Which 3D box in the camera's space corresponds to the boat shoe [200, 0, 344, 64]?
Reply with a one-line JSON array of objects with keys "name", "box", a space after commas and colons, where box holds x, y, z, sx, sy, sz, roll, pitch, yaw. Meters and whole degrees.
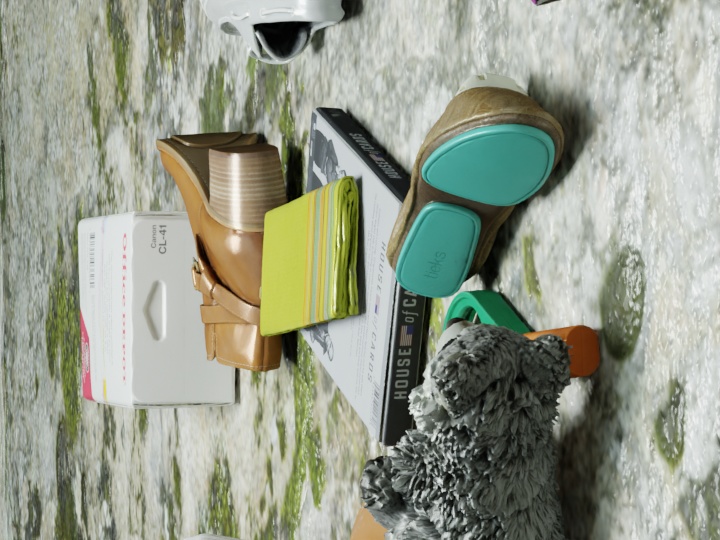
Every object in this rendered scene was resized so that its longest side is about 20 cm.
[{"name": "boat shoe", "box": [-0.054, -0.171, 1.789, 0.200, 0.072, 0.069, 167, 103, -64]}]

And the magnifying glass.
[{"name": "magnifying glass", "box": [0.080, 0.046, 1.426, 0.200, 0.022, 0.080, 164, 104, -75]}]

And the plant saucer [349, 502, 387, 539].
[{"name": "plant saucer", "box": [0.025, 0.214, 1.597, 0.200, 0.032, 0.202, 180, 90, -73]}]

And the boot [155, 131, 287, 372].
[{"name": "boot", "box": [-0.093, -0.016, 1.929, 0.200, 0.076, 0.157, -160, 66, -64]}]

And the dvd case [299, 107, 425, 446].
[{"name": "dvd case", "box": [0.000, 0.000, 1.678, 0.200, 0.025, 0.151, -130, 42, -64]}]

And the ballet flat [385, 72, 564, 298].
[{"name": "ballet flat", "box": [0.061, -0.057, 1.432, 0.200, 0.067, 0.073, 113, 170, -61]}]

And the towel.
[{"name": "towel", "box": [-0.033, -0.006, 1.723, 0.200, 0.018, 0.087, 162, 112, -74]}]

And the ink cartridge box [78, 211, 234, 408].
[{"name": "ink cartridge box", "box": [-0.158, 0.030, 2.100, 0.200, 0.085, 0.149, -179, 88, -72]}]

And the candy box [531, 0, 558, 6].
[{"name": "candy box", "box": [0.069, -0.229, 1.125, 0.201, 0.061, 0.137, 89, 155, -47]}]

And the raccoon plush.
[{"name": "raccoon plush", "box": [0.085, 0.117, 1.333, 0.200, 0.096, 0.134, 53, 151, 12]}]

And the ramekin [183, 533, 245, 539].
[{"name": "ramekin", "box": [-0.098, 0.264, 1.775, 0.202, 0.094, 0.204, -161, 90, -88]}]
